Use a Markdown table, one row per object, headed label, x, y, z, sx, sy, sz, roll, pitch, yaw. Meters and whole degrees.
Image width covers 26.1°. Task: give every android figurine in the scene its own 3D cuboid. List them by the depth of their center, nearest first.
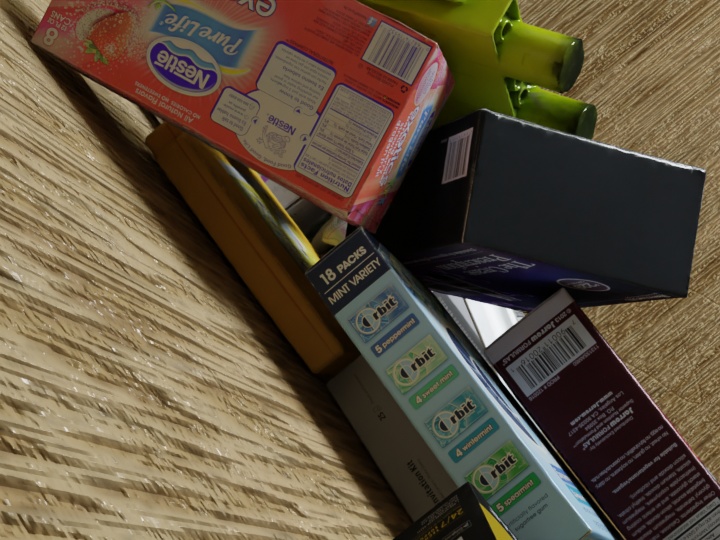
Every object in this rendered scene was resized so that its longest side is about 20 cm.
| label | x | y | z | sx | sy | sz | roll | pitch | yaw |
| --- | --- | --- | --- | --- | --- | --- | --- | --- | --- |
| android figurine | 0.040 | -0.128 | 0.897 | 0.199 | 0.041 | 0.182 | 22 | -21 | 28 |

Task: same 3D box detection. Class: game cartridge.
| label | x | y | z | sx | sy | sz | roll | pitch | yaw |
| --- | --- | --- | --- | --- | --- | --- | --- | --- | --- |
| game cartridge | -0.053 | -0.009 | 0.982 | 0.177 | 0.032 | 0.200 | 53 | 3 | 9 |

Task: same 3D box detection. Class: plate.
| label | x | y | z | sx | sy | sz | roll | pitch | yaw |
| --- | --- | --- | --- | --- | --- | --- | --- | --- | --- |
| plate | 0.095 | 0.015 | 1.196 | 0.200 | 0.032 | 0.201 | 33 | 35 | -81 |

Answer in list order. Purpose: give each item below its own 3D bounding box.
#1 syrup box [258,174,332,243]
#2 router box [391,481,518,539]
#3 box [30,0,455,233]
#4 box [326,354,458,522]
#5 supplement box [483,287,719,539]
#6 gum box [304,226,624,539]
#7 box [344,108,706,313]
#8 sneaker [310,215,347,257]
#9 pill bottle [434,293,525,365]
| label | x | y | z | sx | sy | sz | roll | pitch | yaw |
| --- | --- | --- | --- | --- | --- | --- | --- | --- | --- |
| syrup box | -0.044 | -0.064 | 1.219 | 0.082 | 0.079 | 0.200 | 54 | 5 | 17 |
| router box | 0.101 | 0.209 | 0.687 | 0.200 | 0.052 | 0.157 | 51 | 5 | -21 |
| box | -0.060 | -0.112 | 0.838 | 0.199 | 0.103 | 0.095 | 28 | -1 | 11 |
| box | 0.070 | 0.148 | 0.939 | 0.156 | 0.041 | 0.200 | 55 | 4 | 35 |
| supplement box | 0.155 | 0.110 | 0.877 | 0.200 | 0.061 | 0.109 | 53 | 2 | 10 |
| gum box | 0.064 | 0.083 | 0.859 | 0.200 | 0.044 | 0.170 | 52 | 5 | 21 |
| box | 0.088 | -0.028 | 0.913 | 0.140 | 0.080 | 0.200 | 10 | -7 | -18 |
| sneaker | 0.000 | 0.000 | 1.145 | 0.082 | 0.088 | 0.200 | 55 | -19 | 24 |
| pill bottle | 0.110 | 0.082 | 1.423 | 0.201 | 0.116 | 0.116 | 55 | 5 | 23 |
